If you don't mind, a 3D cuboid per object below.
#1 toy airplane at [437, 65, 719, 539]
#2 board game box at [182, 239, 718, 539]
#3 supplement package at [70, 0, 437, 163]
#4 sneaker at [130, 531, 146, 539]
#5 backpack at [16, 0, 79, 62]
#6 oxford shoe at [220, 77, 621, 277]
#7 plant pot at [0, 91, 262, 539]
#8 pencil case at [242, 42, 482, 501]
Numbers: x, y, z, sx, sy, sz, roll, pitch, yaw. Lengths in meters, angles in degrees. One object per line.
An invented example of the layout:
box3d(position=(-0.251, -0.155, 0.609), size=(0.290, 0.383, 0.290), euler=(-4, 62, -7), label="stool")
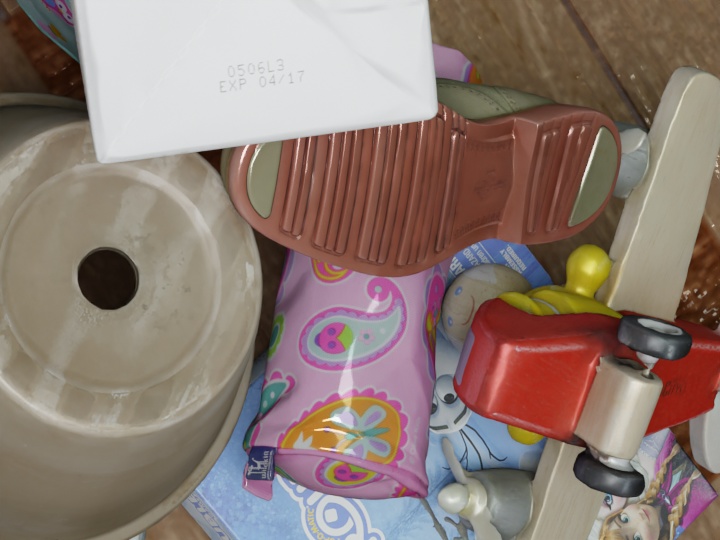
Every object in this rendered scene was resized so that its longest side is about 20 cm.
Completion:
box3d(position=(0.105, 0.033, 1.093), size=(0.141, 0.200, 0.200), euler=(23, 59, 27), label="toy airplane")
box3d(position=(0.038, 0.097, 1.148), size=(0.199, 0.043, 0.200), euler=(-43, 101, -18), label="board game box")
box3d(position=(-0.049, -0.125, 0.902), size=(0.121, 0.200, 0.120), euler=(-8, 106, -5), label="supplement package")
box3d(position=(-0.153, 0.144, 1.064), size=(0.115, 0.075, 0.201), euler=(5, 74, -15), label="sneaker")
box3d(position=(-0.062, -0.175, 1.078), size=(0.176, 0.153, 0.200), euler=(45, 80, -17), label="backpack")
box3d(position=(0.013, -0.042, 0.962), size=(0.199, 0.074, 0.071), euler=(1, 108, -45), label="oxford shoe")
box3d(position=(-0.120, 0.015, 0.965), size=(0.199, 0.173, 0.201), euler=(3, 81, -19), label="plant pot")
box3d(position=(0.000, 0.000, 1.045), size=(0.087, 0.087, 0.201), euler=(14, 75, -19), label="pencil case")
